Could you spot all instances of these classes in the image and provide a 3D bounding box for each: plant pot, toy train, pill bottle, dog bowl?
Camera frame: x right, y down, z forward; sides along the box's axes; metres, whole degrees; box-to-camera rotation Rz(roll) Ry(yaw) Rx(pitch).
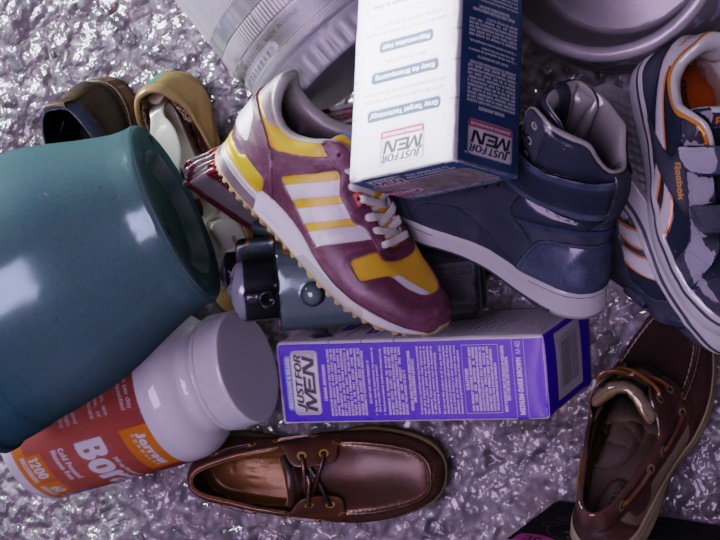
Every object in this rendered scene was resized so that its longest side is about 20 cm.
[{"bbox_3d":[-0.206,-0.002,1.724,0.187,0.200,0.201,-25,88,9],"label":"plant pot"},{"bbox_3d":[0.000,0.000,1.735,0.198,0.114,0.086,-4,103,-2],"label":"toy train"},{"bbox_3d":[-0.165,0.095,1.829,0.199,0.112,0.113,-17,91,27],"label":"pill bottle"},{"bbox_3d":[0.170,-0.233,1.688,0.199,0.059,0.202,3,98,20],"label":"dog bowl"}]

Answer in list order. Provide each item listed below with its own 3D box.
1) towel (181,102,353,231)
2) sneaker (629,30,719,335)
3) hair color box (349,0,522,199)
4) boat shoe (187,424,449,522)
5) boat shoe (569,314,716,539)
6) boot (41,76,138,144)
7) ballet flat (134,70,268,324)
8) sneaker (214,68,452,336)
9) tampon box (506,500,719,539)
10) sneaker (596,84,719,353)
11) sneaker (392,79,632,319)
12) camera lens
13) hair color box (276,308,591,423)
[{"bbox_3d":[-0.009,-0.076,1.743,0.199,0.144,0.023,-19,62,23],"label":"towel"},{"bbox_3d":[0.232,-0.061,1.619,0.079,0.078,0.201,-37,64,57],"label":"sneaker"},{"bbox_3d":[0.051,-0.154,1.598,0.100,0.060,0.202,-10,73,46],"label":"hair color box"},{"bbox_3d":[-0.034,0.155,1.818,0.199,0.068,0.073,-1,97,21],"label":"boat shoe"},{"bbox_3d":[0.188,0.097,1.667,0.072,0.072,0.201,14,60,25],"label":"boat shoe"},{"bbox_3d":[-0.189,-0.042,1.833,0.074,0.097,0.201,-16,92,20],"label":"boot"},{"bbox_3d":[-0.120,-0.049,1.824,0.068,0.063,0.201,-23,89,23],"label":"ballet flat"},{"bbox_3d":[-0.006,-0.044,1.634,0.200,0.075,0.090,42,119,9],"label":"sneaker"},{"bbox_3d":[0.181,0.280,1.720,0.149,0.126,0.202,6,100,20],"label":"tampon box"},{"bbox_3d":[0.193,-0.025,1.691,0.079,0.078,0.201,-35,83,43],"label":"sneaker"},{"bbox_3d":[0.090,-0.075,1.639,0.201,0.077,0.147,27,128,24],"label":"sneaker"},{"bbox_3d":[-0.057,-0.224,1.722,0.160,0.160,0.200,-41,82,21],"label":"camera lens"},{"bbox_3d":[0.053,0.067,1.749,0.199,0.109,0.065,-1,99,22],"label":"hair color box"}]
